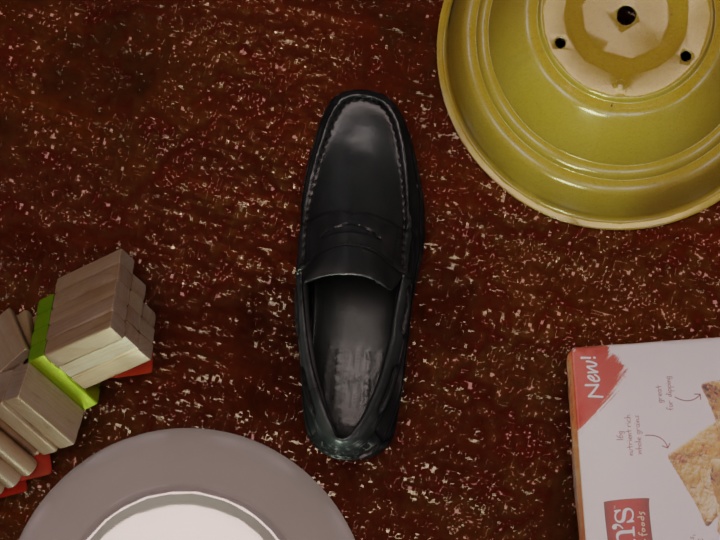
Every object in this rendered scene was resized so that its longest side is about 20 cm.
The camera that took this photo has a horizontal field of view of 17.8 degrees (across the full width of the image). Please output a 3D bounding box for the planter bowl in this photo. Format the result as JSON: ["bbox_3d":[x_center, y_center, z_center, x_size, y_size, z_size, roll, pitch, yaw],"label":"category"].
[{"bbox_3d":[0.140,-0.127,1.227,0.200,0.083,0.201,0,81,2],"label":"planter bowl"}]

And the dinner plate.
[{"bbox_3d":[-0.094,0.183,1.225,0.199,0.024,0.201,0,83,3],"label":"dinner plate"}]

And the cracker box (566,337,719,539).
[{"bbox_3d":[0.211,0.102,1.203,0.199,0.058,0.134,-5,82,3],"label":"cracker box"}]

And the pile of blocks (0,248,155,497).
[{"bbox_3d":[-0.182,0.076,1.235,0.200,0.082,0.062,-39,125,6],"label":"pile of blocks"}]

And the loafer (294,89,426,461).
[{"bbox_3d":[0.000,0.000,1.222,0.068,0.070,0.201,2,82,3],"label":"loafer"}]
